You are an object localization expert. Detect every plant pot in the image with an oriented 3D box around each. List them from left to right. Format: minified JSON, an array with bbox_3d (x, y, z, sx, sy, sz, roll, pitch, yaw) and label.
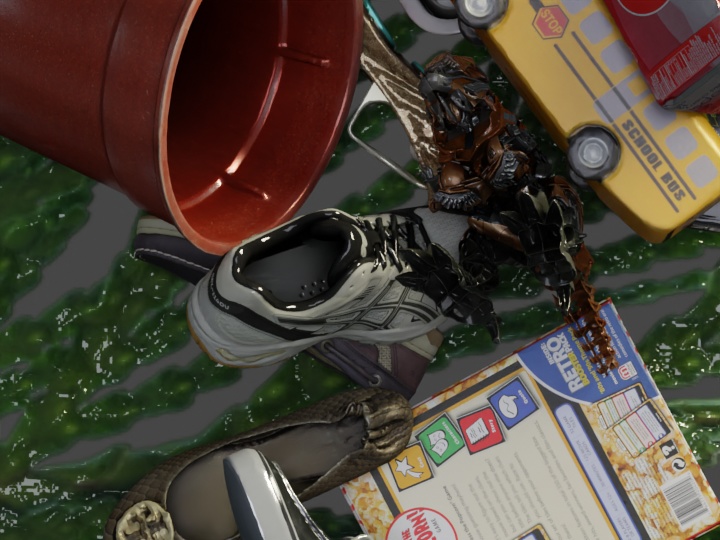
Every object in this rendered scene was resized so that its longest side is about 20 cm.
[{"bbox_3d":[-0.132,-0.134,1.340,0.194,0.201,0.202,19,87,27],"label":"plant pot"}]

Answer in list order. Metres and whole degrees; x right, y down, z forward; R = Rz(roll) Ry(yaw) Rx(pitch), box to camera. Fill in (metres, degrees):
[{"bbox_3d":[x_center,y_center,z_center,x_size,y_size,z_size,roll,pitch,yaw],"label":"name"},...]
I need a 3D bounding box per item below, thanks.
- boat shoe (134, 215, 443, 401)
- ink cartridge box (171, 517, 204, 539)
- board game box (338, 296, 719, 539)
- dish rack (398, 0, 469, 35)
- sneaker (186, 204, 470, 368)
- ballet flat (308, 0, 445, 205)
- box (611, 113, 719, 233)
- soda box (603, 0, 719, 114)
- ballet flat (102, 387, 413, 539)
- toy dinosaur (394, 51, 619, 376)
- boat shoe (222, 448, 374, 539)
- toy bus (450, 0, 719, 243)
[{"bbox_3d":[-0.050,0.025,1.396,0.199,0.072,0.065,23,82,-2],"label":"boat shoe"},{"bbox_3d":[-0.070,0.239,1.385,0.199,0.059,0.104,34,86,4],"label":"ink cartridge box"},{"bbox_3d":[0.098,0.130,1.392,0.199,0.046,0.152,-28,85,1],"label":"board game box"},{"bbox_3d":[0.066,-0.253,1.402,0.171,0.044,0.201,-34,72,5],"label":"dish rack"},{"bbox_3d":[0.000,0.000,1.325,0.199,0.088,0.076,-19,70,-27],"label":"sneaker"},{"bbox_3d":[0.007,-0.117,1.404,0.065,0.071,0.200,-39,83,2],"label":"ballet flat"},{"bbox_3d":[0.244,-0.119,1.368,0.160,0.049,0.202,11,85,2],"label":"box"},{"bbox_3d":[0.164,-0.187,1.292,0.063,0.070,0.201,-37,67,34],"label":"soda box"},{"bbox_3d":[-0.060,0.122,1.349,0.199,0.046,0.068,-23,80,-3],"label":"ballet flat"},{"bbox_3d":[0.096,-0.031,1.331,0.200,0.136,0.102,38,119,-3],"label":"toy dinosaur"},{"bbox_3d":[-0.012,0.183,1.313,0.068,0.074,0.200,-28,97,-13],"label":"boat shoe"},{"bbox_3d":[0.129,-0.109,1.317,0.078,0.065,0.201,-36,84,1],"label":"toy bus"}]
